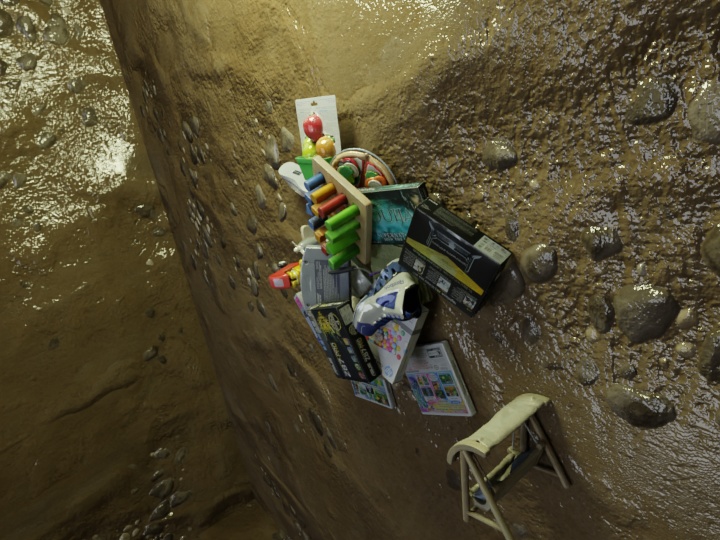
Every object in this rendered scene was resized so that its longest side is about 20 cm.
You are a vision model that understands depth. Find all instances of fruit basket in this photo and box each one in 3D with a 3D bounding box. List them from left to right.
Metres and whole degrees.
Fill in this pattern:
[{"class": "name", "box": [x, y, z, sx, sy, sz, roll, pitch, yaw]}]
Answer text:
[{"class": "fruit basket", "box": [-0.096, -0.324, 1.271, 0.184, 0.093, 0.203, 17, 114, 51]}]

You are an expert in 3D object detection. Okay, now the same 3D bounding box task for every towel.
[{"class": "towel", "box": [0.090, -0.007, 1.219, 0.199, 0.036, 0.150, 19, 125, 50]}]

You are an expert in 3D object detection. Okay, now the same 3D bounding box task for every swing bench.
[{"class": "swing bench", "box": [0.284, 0.370, 1.001, 0.129, 0.197, 0.203, -4, 105, 57]}]

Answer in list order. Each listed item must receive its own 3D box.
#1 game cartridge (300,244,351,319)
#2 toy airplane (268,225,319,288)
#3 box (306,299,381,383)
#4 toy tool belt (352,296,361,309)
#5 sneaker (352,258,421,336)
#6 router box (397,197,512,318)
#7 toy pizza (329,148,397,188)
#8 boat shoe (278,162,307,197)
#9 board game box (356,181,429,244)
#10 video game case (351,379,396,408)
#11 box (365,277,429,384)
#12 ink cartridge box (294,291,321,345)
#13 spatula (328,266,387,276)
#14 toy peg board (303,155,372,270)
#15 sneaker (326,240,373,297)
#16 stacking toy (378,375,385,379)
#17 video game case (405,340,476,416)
[{"class": "game cartridge", "box": [-0.089, 0.032, 1.319, 0.041, 0.131, 0.203, -71, -18, -69]}, {"class": "toy airplane", "box": [-0.127, 0.005, 1.413, 0.199, 0.200, 0.141, 32, -175, -21]}, {"class": "box", "box": [-0.044, 0.174, 1.264, 0.161, 0.049, 0.202, -7, 108, 58]}, {"class": "toy tool belt", "box": [-0.018, 0.163, 1.403, 0.199, 0.122, 0.126, 37, 145, 39]}, {"class": "sneaker", "box": [0.067, 0.085, 1.133, 0.115, 0.080, 0.201, 50, 122, 33]}, {"class": "router box", "box": [0.179, -0.024, 1.016, 0.199, 0.052, 0.158, 38, 140, 20]}, {"class": "toy pizza", "box": [0.001, -0.183, 1.183, 0.198, 0.032, 0.202, 21, 133, 24]}, {"class": "boat shoe", "box": [-0.154, -0.239, 1.431, 0.199, 0.071, 0.070, 30, 161, 40]}, {"class": "board game box", "box": [0.075, -0.120, 1.116, 0.198, 0.028, 0.137, 2, 125, 45]}, {"class": "video game case", "box": [0.020, 0.310, 1.542, 0.199, 0.022, 0.185, -1, 108, 56]}, {"class": "box", "box": [0.067, 0.142, 1.225, 0.156, 0.041, 0.202, 38, 121, 37]}, {"class": "ink cartridge box", "box": [-0.099, 0.136, 1.519, 0.201, 0.118, 0.042, 56, 146, 18]}, {"class": "spatula", "box": [0.000, 0.000, 1.223, 0.198, 0.056, 0.021, 0, 99, 37]}, {"class": "toy peg board", "box": [-0.073, -0.119, 1.185, 0.199, 0.097, 0.201, 44, 154, 28]}, {"class": "sneaker", "box": [-0.042, -0.014, 1.361, 0.080, 0.070, 0.201, -48, 64, 23]}, {"class": "stacking toy", "box": [0.077, 0.177, 1.302, 0.085, 0.085, 0.202, 42, 123, 35]}, {"class": "video game case", "box": [0.182, 0.269, 1.264, 0.199, 0.023, 0.184, -23, 89, 58]}]
